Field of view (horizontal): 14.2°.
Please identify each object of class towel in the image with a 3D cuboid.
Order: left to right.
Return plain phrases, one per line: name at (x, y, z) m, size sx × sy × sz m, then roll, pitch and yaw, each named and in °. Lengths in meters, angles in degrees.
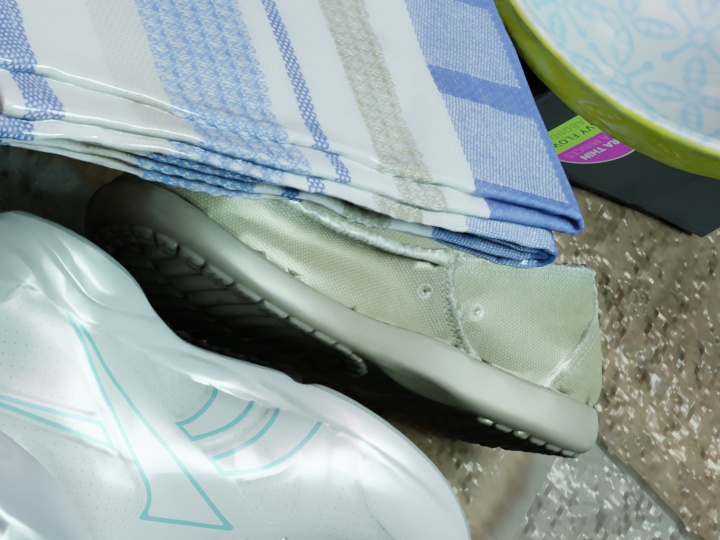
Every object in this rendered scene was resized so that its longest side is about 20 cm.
towel at (-0.037, -0.074, 0.729) m, size 0.200 × 0.024 × 0.147 m, roll 11°, pitch 48°, yaw -42°

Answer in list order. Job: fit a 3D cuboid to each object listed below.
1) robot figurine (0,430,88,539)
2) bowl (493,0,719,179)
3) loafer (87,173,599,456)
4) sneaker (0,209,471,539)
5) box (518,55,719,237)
robot figurine at (-0.128, 0.111, 0.702) m, size 0.170 × 0.113 × 0.200 m, roll 73°, pitch 22°, yaw -49°
bowl at (0.116, -0.110, 0.876) m, size 0.200 × 0.108 × 0.201 m, roll 2°, pitch 75°, yaw -6°
loafer at (0.000, 0.000, 0.897) m, size 0.200 × 0.076 × 0.068 m, roll 27°, pitch 72°, yaw -41°
sneaker at (-0.056, 0.058, 0.846) m, size 0.200 × 0.070 × 0.080 m, roll 30°, pitch 67°, yaw -26°
box at (0.124, -0.141, 1.056) m, size 0.124 × 0.148 × 0.200 m, roll 19°, pitch 56°, yaw -36°
